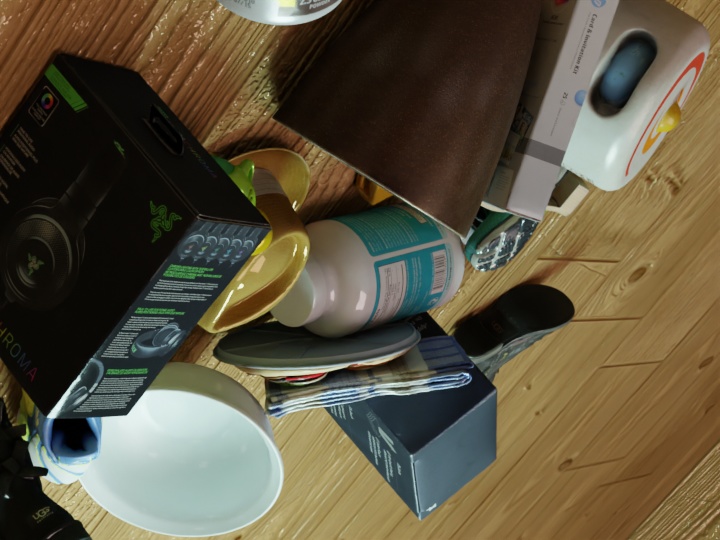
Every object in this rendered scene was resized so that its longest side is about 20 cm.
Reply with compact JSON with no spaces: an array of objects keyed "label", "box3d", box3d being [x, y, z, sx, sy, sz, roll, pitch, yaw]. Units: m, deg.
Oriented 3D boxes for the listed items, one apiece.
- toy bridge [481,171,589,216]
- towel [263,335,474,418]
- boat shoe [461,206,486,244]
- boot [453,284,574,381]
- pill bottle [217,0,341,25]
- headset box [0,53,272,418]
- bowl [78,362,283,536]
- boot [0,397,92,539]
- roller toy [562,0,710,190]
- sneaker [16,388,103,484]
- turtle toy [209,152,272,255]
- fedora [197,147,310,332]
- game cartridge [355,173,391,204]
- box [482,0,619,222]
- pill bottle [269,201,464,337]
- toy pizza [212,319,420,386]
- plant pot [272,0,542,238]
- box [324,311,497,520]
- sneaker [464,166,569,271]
[{"label":"toy bridge","box3d":[0.125,-0.093,1.506,0.199,0.027,0.067,24,114,-36]},{"label":"towel","box3d":[0.003,0.099,1.538,0.198,0.024,0.147,-10,-170,-3]},{"label":"boat shoe","box3d":[0.137,-0.060,1.689,0.068,0.072,0.200,-46,158,14]},{"label":"boot","box3d":[0.166,0.108,2.033,0.199,0.069,0.175,-21,152,-24]},{"label":"pill bottle","box3d":[-0.045,-0.262,1.032,0.109,0.109,0.201,-29,153,-27]},{"label":"headset box","box3d":[-0.183,-0.028,1.134,0.200,0.174,0.093,-50,155,19]},{"label":"bowl","box3d":[-0.165,0.152,1.514,0.199,0.091,0.202,3,131,3]},{"label":"boot","box3d":[-0.299,0.215,1.379,0.073,0.163,0.199,-27,153,-32]},{"label":"roller toy","box3d":[0.240,-0.174,1.525,0.182,0.139,0.201,-43,161,-42]},{"label":"sneaker","box3d":[-0.257,0.141,1.376,0.075,0.105,0.201,-1,136,-10]},{"label":"turtle toy","box3d":[-0.164,-0.025,1.256,0.200,0.101,0.146,-40,167,0]},{"label":"fedora","box3d":[-0.107,-0.012,1.385,0.200,0.082,0.201,-33,154,-18]},{"label":"game cartridge","box3d":[0.092,-0.163,1.507,0.199,0.032,0.177,-29,153,-32]},{"label":"box","box3d":[0.138,-0.153,1.367,0.041,0.156,0.201,16,95,-23]},{"label":"pill bottle","box3d":[0.000,0.000,1.535,0.199,0.111,0.111,-14,144,-46]},{"label":"toy pizza","box3d":[-0.041,0.077,1.533,0.199,0.199,0.032,-14,104,-46]},{"label":"plant pot","box3d":[0.058,-0.160,1.309,0.201,0.186,0.187,-59,155,2]},{"label":"box","box3d":[0.040,0.127,1.698,0.117,0.200,0.197,-36,156,-13]},{"label":"sneaker","box3d":[0.149,-0.074,1.615,0.200,0.079,0.078,-53,169,-39]}]
